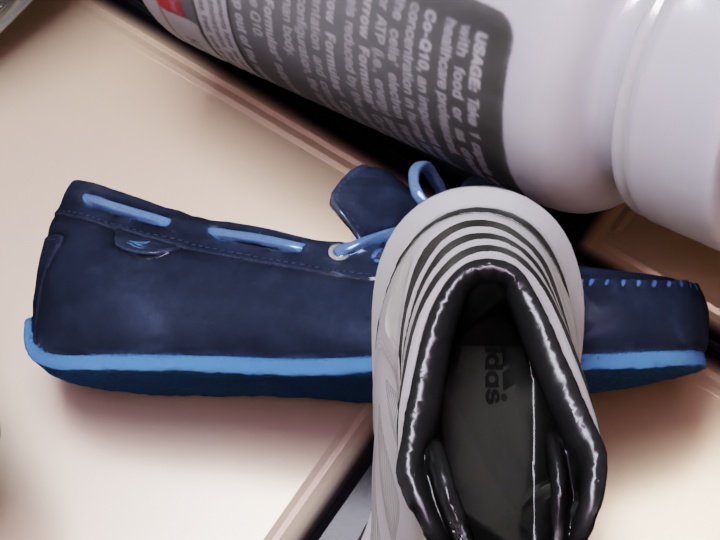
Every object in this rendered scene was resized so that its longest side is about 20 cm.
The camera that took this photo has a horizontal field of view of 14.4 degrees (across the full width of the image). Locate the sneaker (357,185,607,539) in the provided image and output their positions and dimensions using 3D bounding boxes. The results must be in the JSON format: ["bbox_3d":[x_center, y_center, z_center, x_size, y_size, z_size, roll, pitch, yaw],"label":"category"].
[{"bbox_3d":[0.027,0.086,0.724,0.075,0.115,0.202,-2,101,4],"label":"sneaker"}]

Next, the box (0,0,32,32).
[{"bbox_3d":[-0.152,-0.168,0.898,0.137,0.040,0.200,-43,66,20],"label":"box"}]

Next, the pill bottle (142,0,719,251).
[{"bbox_3d":[0.042,-0.085,0.810,0.199,0.114,0.114,26,73,28],"label":"pill bottle"}]

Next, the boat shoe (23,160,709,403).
[{"bbox_3d":[0.000,0.000,0.815,0.199,0.084,0.069,2,80,6],"label":"boat shoe"}]
